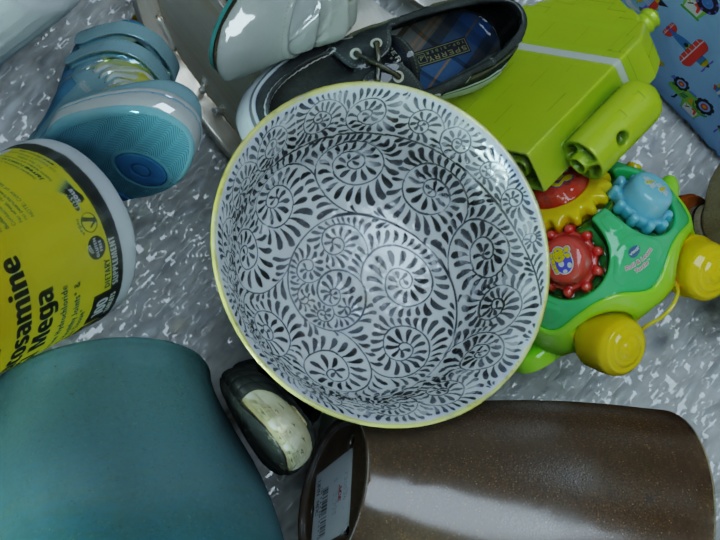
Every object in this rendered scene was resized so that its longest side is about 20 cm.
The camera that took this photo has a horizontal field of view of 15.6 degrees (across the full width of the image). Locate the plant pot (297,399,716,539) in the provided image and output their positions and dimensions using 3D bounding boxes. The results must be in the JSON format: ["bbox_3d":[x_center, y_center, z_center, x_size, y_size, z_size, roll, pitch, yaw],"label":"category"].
[{"bbox_3d":[0.072,0.151,1.522,0.200,0.187,0.187,15,73,-22],"label":"plant pot"}]

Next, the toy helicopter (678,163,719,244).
[{"bbox_3d":[0.281,0.014,1.687,0.132,0.079,0.200,-33,103,-44],"label":"toy helicopter"}]

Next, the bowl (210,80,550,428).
[{"bbox_3d":[0.000,0.000,1.506,0.200,0.094,0.201,4,76,-17],"label":"bowl"}]

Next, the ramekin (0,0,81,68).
[{"bbox_3d":[-0.247,-0.211,1.542,0.200,0.098,0.201,40,35,-37],"label":"ramekin"}]

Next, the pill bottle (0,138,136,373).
[{"bbox_3d":[-0.228,0.010,1.447,0.200,0.112,0.113,-30,85,-44],"label":"pill bottle"}]

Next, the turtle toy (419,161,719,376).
[{"bbox_3d":[0.120,-0.003,1.601,0.200,0.146,0.101,-38,122,-19],"label":"turtle toy"}]

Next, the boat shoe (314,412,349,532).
[{"bbox_3d":[0.006,0.100,1.599,0.062,0.073,0.200,12,69,-6],"label":"boat shoe"}]

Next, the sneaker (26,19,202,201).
[{"bbox_3d":[-0.138,-0.107,1.554,0.080,0.200,0.131,35,62,-22],"label":"sneaker"}]

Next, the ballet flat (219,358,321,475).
[{"bbox_3d":[-0.046,0.074,1.517,0.057,0.200,0.067,-29,97,0],"label":"ballet flat"}]

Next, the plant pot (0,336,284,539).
[{"bbox_3d":[-0.139,0.147,1.497,0.200,0.200,0.188,-5,64,-15],"label":"plant pot"}]

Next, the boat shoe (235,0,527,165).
[{"bbox_3d":[0.015,-0.121,1.561,0.200,0.057,0.069,-25,81,-33],"label":"boat shoe"}]

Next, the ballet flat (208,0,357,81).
[{"bbox_3d":[-0.020,-0.173,1.556,0.069,0.069,0.200,38,43,-2],"label":"ballet flat"}]

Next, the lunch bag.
[{"bbox_3d":[0.242,-0.174,1.653,0.151,0.200,0.094,46,72,0],"label":"lunch bag"}]

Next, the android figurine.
[{"bbox_3d":[0.105,-0.106,1.625,0.200,0.182,0.041,-45,126,-27],"label":"android figurine"}]

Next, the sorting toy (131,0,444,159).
[{"bbox_3d":[-0.027,-0.158,1.645,0.180,0.107,0.200,-35,87,-26],"label":"sorting toy"}]
